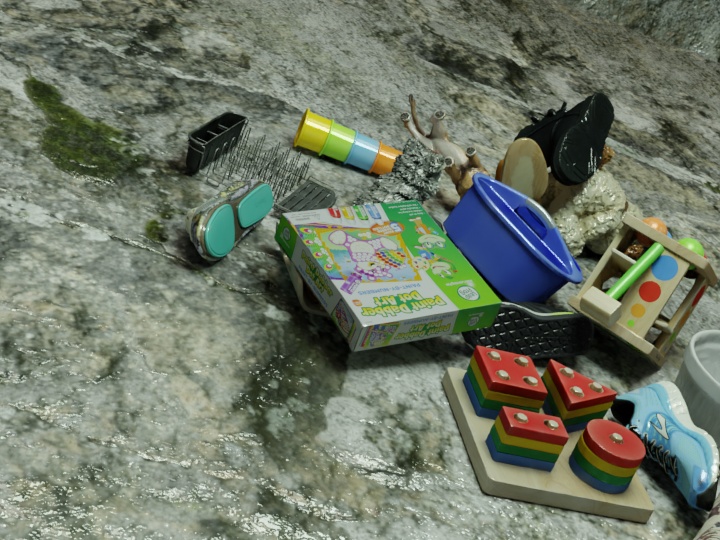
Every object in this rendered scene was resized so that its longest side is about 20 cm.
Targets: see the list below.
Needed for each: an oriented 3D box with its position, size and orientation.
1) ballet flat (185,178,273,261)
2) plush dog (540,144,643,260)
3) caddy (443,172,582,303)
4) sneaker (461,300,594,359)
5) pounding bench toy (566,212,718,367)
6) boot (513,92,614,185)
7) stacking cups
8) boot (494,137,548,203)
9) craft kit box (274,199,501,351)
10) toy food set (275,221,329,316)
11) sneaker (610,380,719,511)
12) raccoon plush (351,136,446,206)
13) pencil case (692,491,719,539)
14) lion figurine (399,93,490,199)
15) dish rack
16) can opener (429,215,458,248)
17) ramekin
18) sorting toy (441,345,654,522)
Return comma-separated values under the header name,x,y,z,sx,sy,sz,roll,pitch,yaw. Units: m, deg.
name,x,y,z,sx,sy,sz,roll,pitch,yaw
ballet flat,-0.171,-0.060,1.568,0.072,0.072,0.200,27,26,9
plush dog,0.365,-0.086,1.958,0.172,0.160,0.200,39,20,-21
caddy,0.206,-0.043,1.709,0.200,0.105,0.141,48,18,13
sneaker,0.196,0.074,1.608,0.199,0.072,0.083,9,8,-30
pounding bench toy,0.357,0.012,1.642,0.124,0.156,0.200,34,2,24
boot,0.282,-0.175,1.929,0.073,0.162,0.199,46,49,-19
stacking cups,0.004,-0.180,1.920,0.199,0.061,0.061,18,26,-11
boot,0.219,-0.128,1.859,0.070,0.202,0.144,-11,35,-3
craft kit box,0.030,0.000,1.507,0.199,0.049,0.198,-9,48,-34
toy food set,0.000,0.000,1.577,0.199,0.061,0.144,10,28,-22
sneaker,0.340,0.204,1.469,0.089,0.079,0.200,-5,29,-10
raccoon plush,0.038,-0.096,1.703,0.097,0.135,0.200,32,27,18
pencil case,0.376,0.281,1.312,0.077,0.090,0.200,19,22,23
lion figurine,0.132,-0.164,1.910,0.201,0.072,0.123,60,2,31
dish rack,-0.126,-0.135,1.744,0.199,0.055,0.153,26,27,8
can opener,0.103,0.004,1.656,0.066,0.053,0.200,32,23,-23
ramekin,0.467,0.171,1.567,0.199,0.105,0.200,17,26,-9
sorting toy,0.210,0.167,1.413,0.198,0.070,0.200,13,27,-18
